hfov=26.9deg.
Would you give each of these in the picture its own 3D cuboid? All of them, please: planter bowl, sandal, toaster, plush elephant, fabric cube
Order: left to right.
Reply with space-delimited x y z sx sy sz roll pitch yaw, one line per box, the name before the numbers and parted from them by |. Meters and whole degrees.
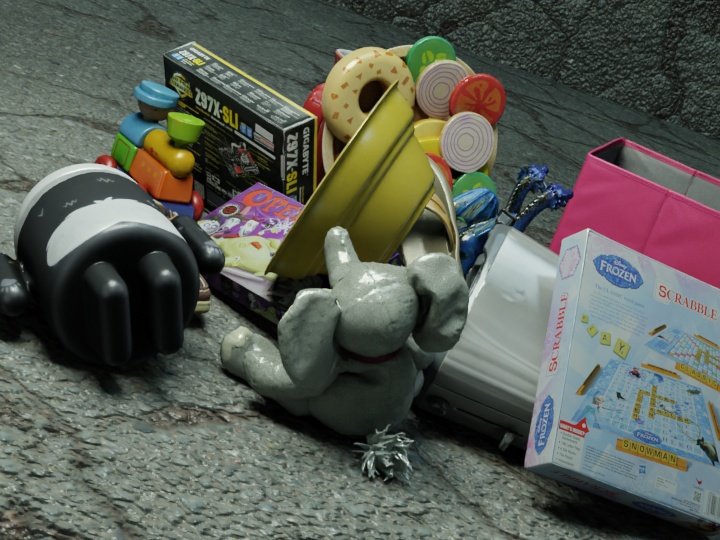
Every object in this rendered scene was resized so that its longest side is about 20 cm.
plush elephant | -0.004 0.044 1.166 0.163 0.156 0.200 -8 36 -24
planter bowl | 0.007 -0.056 1.280 0.083 0.201 0.200 35 17 0
sandal | 0.052 -0.037 1.405 0.054 0.079 0.202 52 22 -61
toaster | 0.136 0.056 1.302 0.128 0.114 0.201 28 62 2
fabric cube | 0.322 -0.011 1.676 0.198 0.201 0.196 25 17 15

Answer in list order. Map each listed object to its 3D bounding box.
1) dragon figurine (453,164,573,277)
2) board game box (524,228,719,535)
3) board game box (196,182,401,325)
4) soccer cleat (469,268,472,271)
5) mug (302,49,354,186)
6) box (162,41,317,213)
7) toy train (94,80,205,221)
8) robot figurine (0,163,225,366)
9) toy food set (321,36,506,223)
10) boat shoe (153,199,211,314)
dragon figurine | 0.117 -0.041 1.466 0.198 0.100 0.059 -19 50 -29
board game box | 0.239 0.095 1.247 0.198 0.202 0.041 23 -22 -24
board game box | -0.072 -0.012 1.372 0.120 0.033 0.199 -32 41 -32
soccer cleat | 0.125 0.020 1.526 0.198 0.086 0.068 14 5 -28
mug | -0.018 -0.121 1.590 0.176 0.202 0.133 14 17 -30
box | -0.125 -0.122 1.545 0.049 0.161 0.199 -26 44 -35
toy train | -0.183 -0.103 1.497 0.084 0.117 0.200 5 23 -40
robot figurine | -0.198 -0.003 1.172 0.150 0.125 0.200 30 9 -36
toy food set | 0.055 -0.130 1.502 0.196 0.203 0.049 -9 14 -20
boat shoe | -0.196 -0.029 1.333 0.072 0.073 0.200 3 24 -44
